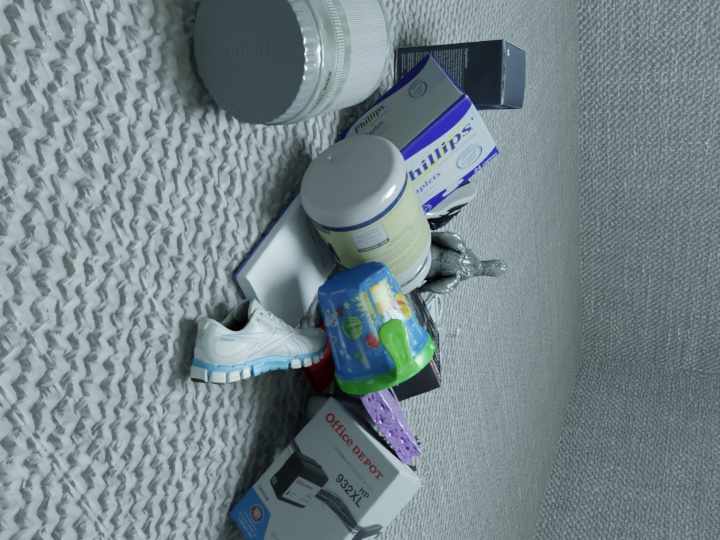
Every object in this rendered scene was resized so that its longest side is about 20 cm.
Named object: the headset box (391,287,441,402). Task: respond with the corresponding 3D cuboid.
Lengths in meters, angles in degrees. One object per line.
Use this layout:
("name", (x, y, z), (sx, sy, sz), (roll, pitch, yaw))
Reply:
("headset box", (0.066, 0.094, 0.968), (0.150, 0.076, 0.200), (63, 15, -16))

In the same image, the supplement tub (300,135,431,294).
("supplement tub", (0.016, -0.067, 0.851), (0.146, 0.143, 0.201), (-67, 148, -29))

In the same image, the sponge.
("sponge", (0.025, 0.176, 0.860), (0.112, 0.030, 0.200), (56, 0, -14))

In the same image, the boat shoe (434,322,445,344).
("boat shoe", (0.068, 0.160, 1.126), (0.199, 0.063, 0.071), (-38, 137, -24))

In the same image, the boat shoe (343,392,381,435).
("boat shoe", (0.001, 0.196, 1.023), (0.072, 0.074, 0.203), (105, -9, -73))

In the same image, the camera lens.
("camera lens", (-0.067, -0.255, 0.694), (0.200, 0.158, 0.162), (-37, 127, -54))

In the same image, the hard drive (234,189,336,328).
("hard drive", (-0.089, -0.013, 0.844), (0.201, 0.025, 0.133), (-60, 144, -38))

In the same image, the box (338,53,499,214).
("box", (0.098, -0.199, 0.974), (0.183, 0.106, 0.200), (-40, 152, 12))

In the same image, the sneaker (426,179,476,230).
("sneaker", (0.128, -0.111, 1.185), (0.198, 0.074, 0.112), (-16, 156, -33))

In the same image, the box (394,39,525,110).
("box", (0.180, -0.341, 1.098), (0.147, 0.197, 0.106), (-20, 113, -59))

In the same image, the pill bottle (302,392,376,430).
("pill bottle", (-0.040, 0.290, 0.908), (0.110, 0.109, 0.203), (22, 76, -61))

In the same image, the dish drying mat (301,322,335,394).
("dish drying mat", (-0.030, 0.102, 0.962), (0.077, 0.018, 0.200), (59, 39, -12))

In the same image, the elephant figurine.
("elephant figurine", (0.143, -0.019, 1.093), (0.156, 0.197, 0.143), (-55, 141, -41))

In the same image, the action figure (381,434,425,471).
("action figure", (0.067, 0.363, 1.137), (0.200, 0.101, 0.121), (40, 49, -56))

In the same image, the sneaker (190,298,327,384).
("sneaker", (-0.112, 0.076, 0.742), (0.199, 0.074, 0.088), (-5, 97, -51))

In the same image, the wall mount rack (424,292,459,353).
("wall mount rack", (0.159, 0.084, 1.277), (0.200, 0.074, 0.176), (-38, 128, -54))

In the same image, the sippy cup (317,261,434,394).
("sippy cup", (0.011, 0.065, 0.782), (0.139, 0.176, 0.132), (-38, 111, -47))

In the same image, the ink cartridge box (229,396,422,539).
("ink cartridge box", (-0.044, 0.289, 0.783), (0.200, 0.145, 0.084), (-48, 143, -4))
